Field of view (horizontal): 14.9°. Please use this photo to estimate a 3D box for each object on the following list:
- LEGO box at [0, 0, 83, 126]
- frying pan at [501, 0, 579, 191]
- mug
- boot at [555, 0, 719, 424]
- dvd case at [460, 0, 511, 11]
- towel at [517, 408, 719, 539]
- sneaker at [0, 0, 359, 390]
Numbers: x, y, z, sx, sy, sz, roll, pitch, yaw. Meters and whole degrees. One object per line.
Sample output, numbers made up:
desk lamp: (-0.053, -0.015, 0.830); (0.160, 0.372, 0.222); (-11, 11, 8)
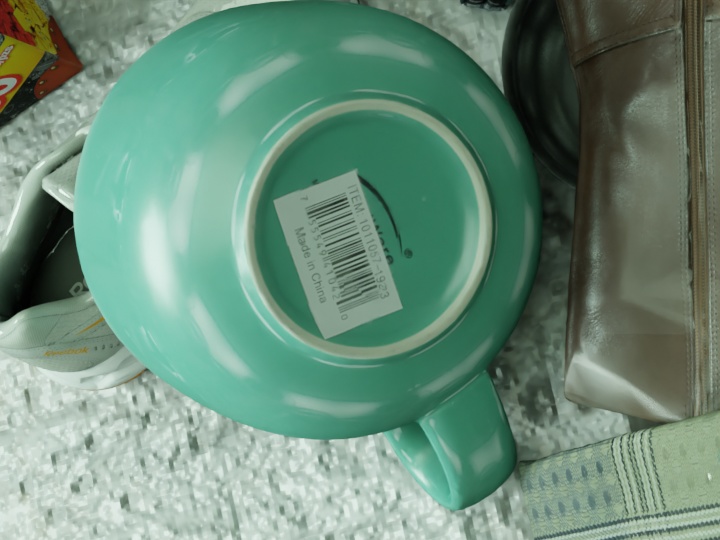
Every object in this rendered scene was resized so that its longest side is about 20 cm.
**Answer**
LEGO box: (-0.231, -0.065, 1.057); (0.200, 0.149, 0.077); (-34, 74, 14)
frying pan: (0.120, -0.110, 0.995); (0.115, 0.031, 0.190); (16, 79, 15)
mug: (0.000, -0.011, 0.959); (0.185, 0.114, 0.152); (23, 87, -18)
boot: (0.154, -0.045, 0.929); (0.186, 0.064, 0.200); (-8, 74, 22)
dvd case: (0.057, -0.174, 0.940); (0.022, 0.200, 0.146); (7, 86, -2)
towel: (0.128, 0.140, 0.897); (0.035, 0.200, 0.193); (-12, 86, -26)
sneaker: (-0.073, -0.042, 1.027); (0.076, 0.092, 0.200); (34, 95, 21)
